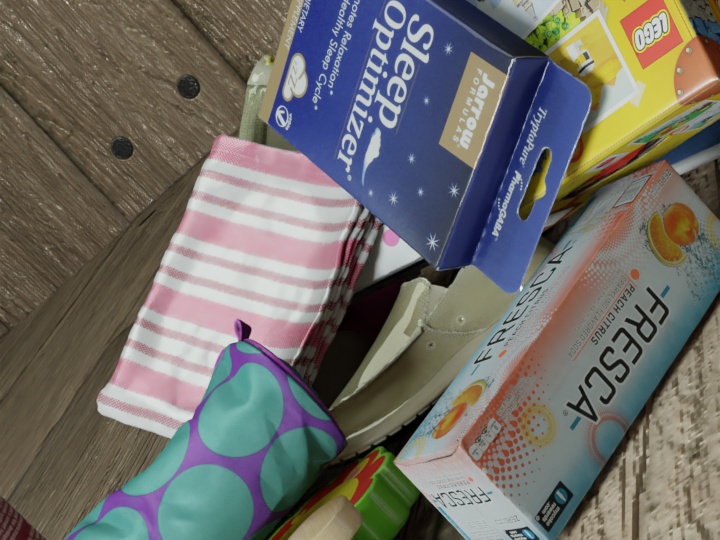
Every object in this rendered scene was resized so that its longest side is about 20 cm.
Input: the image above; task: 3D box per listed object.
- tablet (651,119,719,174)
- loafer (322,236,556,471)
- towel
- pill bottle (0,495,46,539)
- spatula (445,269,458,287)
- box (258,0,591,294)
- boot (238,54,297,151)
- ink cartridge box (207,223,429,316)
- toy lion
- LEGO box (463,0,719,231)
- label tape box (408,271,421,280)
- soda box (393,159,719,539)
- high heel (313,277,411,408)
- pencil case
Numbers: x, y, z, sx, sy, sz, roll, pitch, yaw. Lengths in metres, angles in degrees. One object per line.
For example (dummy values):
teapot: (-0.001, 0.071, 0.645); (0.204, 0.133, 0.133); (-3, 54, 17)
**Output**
tablet: (0.260, -0.117, 0.918); (0.199, 0.014, 0.130); (-25, 22, 54)
loafer: (0.037, 0.042, 0.920); (0.199, 0.069, 0.076); (-37, -9, -5)
towel: (-0.074, 0.012, 0.960); (0.145, 0.030, 0.202); (10, 70, 36)
pill bottle: (-0.243, 0.211, 1.000); (0.114, 0.200, 0.114); (-41, 12, 11)
spatula: (0.052, 0.018, 1.113); (0.200, 0.021, 0.056); (-39, 0, 31)
box: (0.027, -0.088, 0.819); (0.032, 0.200, 0.122); (-8, -52, -43)
boot: (0.001, -0.138, 1.050); (0.154, 0.072, 0.202); (15, 80, 47)
ink cartridge box: (0.000, 0.000, 1.003); (0.198, 0.037, 0.095); (-24, -4, 17)
toy lion: (-0.044, 0.178, 0.825); (0.200, 0.069, 0.192); (-45, 5, -2)
LEGO box: (0.101, -0.118, 0.819); (0.077, 0.150, 0.199); (-13, -16, -44)
label tape box: (-0.059, 0.054, 1.253); (0.200, 0.063, 0.144); (-47, 12, -18)
soda box: (0.105, 0.040, 0.762); (0.200, 0.068, 0.063); (-50, 12, -28)
high heel: (-0.025, 0.086, 1.042); (0.200, 0.068, 0.096); (-42, 19, -5)
pencil case: (-0.099, 0.131, 0.842); (0.200, 0.092, 0.085); (-46, -20, -6)
